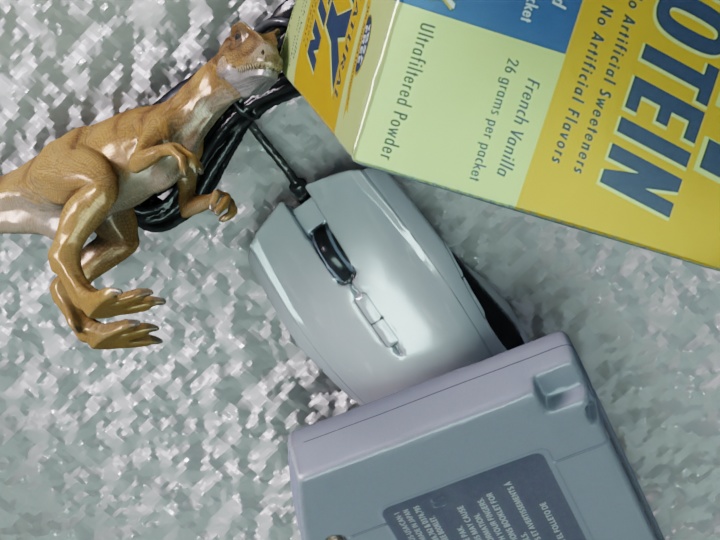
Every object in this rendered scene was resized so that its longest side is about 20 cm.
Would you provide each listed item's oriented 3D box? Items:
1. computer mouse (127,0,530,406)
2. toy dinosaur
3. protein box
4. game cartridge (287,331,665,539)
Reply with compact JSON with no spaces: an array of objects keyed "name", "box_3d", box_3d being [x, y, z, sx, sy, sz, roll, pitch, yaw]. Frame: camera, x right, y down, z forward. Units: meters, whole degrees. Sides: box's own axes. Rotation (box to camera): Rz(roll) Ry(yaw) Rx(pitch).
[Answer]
[{"name":"computer mouse","box_3d":[0.000,0.000,0.826,0.109,0.044,0.200,-35,114,15]},{"name":"toy dinosaur","box_3d":[-0.104,-0.027,0.786,0.198,0.107,0.060,-18,161,19]},{"name":"protein box","box_3d":[0.094,-0.086,0.678,0.197,0.200,0.136,16,99,-11]},{"name":"game cartridge","box_3d":[0.052,0.114,0.871,0.132,0.041,0.201,-23,132,6]}]
